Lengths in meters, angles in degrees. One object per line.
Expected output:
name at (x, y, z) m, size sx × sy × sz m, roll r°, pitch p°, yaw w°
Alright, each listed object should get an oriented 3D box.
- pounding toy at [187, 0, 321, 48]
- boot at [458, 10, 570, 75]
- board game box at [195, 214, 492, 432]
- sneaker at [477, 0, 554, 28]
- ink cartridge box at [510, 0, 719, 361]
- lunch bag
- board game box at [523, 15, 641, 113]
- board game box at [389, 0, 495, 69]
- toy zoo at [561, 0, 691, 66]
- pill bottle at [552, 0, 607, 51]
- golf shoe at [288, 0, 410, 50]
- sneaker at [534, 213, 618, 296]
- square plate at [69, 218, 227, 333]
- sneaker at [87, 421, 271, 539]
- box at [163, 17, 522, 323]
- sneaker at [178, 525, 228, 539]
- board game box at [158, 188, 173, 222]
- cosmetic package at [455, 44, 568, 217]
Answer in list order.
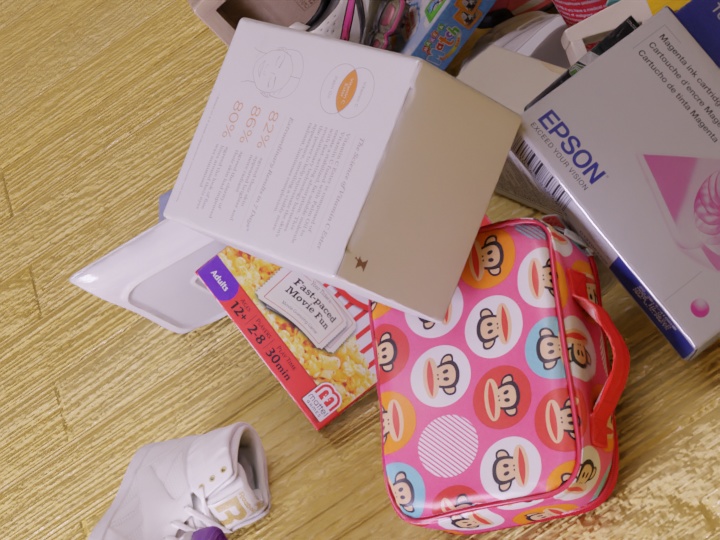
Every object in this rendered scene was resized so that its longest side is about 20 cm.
pounding toy at (-0.037, -0.272, 1.974) m, size 0.200 × 0.184 × 0.142 m, roll -41°, pitch 33°, yaw 8°
boot at (0.102, -0.140, 1.780) m, size 0.200 × 0.074 × 0.096 m, roll -37°, pitch 23°, yaw -9°
board game box at (0.000, 0.000, 1.619) m, size 0.200 × 0.152 × 0.046 m, roll -39°, pitch -5°, yaw -3°
sneaker at (0.165, -0.284, 1.854) m, size 0.200 × 0.087 × 0.074 m, roll -36°, pitch 11°, yaw -4°
ink cartridge box at (0.232, -0.075, 1.455) m, size 0.200 × 0.197 × 0.043 m, roll -37°, pitch -9°, yaw -15°
lunch bag at (0.098, 0.068, 1.440) m, size 0.175 × 0.082 × 0.201 m, roll -15°, pitch 69°, yaw 30°
board game box at (0.216, -0.070, 1.486) m, size 0.105 × 0.200 × 0.023 m, roll -39°, pitch -9°, yaw -14°
board game box at (0.059, -0.219, 1.837) m, size 0.200 × 0.036 × 0.152 m, roll -54°, pitch 20°, yaw 24°
toy zoo at (0.225, -0.123, 1.523) m, size 0.130 × 0.020 × 0.201 m, roll -16°, pitch 77°, yaw -8°
pill bottle at (0.198, -0.234, 1.673) m, size 0.112 × 0.200 × 0.113 m, roll -23°, pitch 36°, yaw 18°
golf shoe at (-0.037, -0.161, 1.789) m, size 0.073 × 0.092 × 0.201 m, roll -3°, pitch 63°, yaw 67°
sneaker at (0.113, 0.020, 1.543) m, size 0.199 × 0.082 × 0.077 m, roll -29°, pitch 74°, yaw 25°
square plate at (-0.105, -0.011, 1.719) m, size 0.199 × 0.198 × 0.029 m, roll -29°, pitch 69°, yaw 11°
sneaker at (-0.129, 0.188, 1.570) m, size 0.115 × 0.074 × 0.201 m, roll -20°, pitch 35°, yaw 29°
box at (-0.015, -0.070, 1.457) m, size 0.199 × 0.106 × 0.153 m, roll 20°, pitch 88°, yaw 48°
sneaker at (-0.066, 0.242, 1.453) m, size 0.088 × 0.081 × 0.200 m, roll -28°, pitch 38°, yaw 0°
board game box at (-0.082, -0.060, 1.859) m, size 0.199 × 0.037 × 0.152 m, roll -29°, pitch 31°, yaw 12°
cosmetic package at (0.154, -0.094, 1.632) m, size 0.073 × 0.104 × 0.200 m, roll -43°, pitch 35°, yaw -12°
